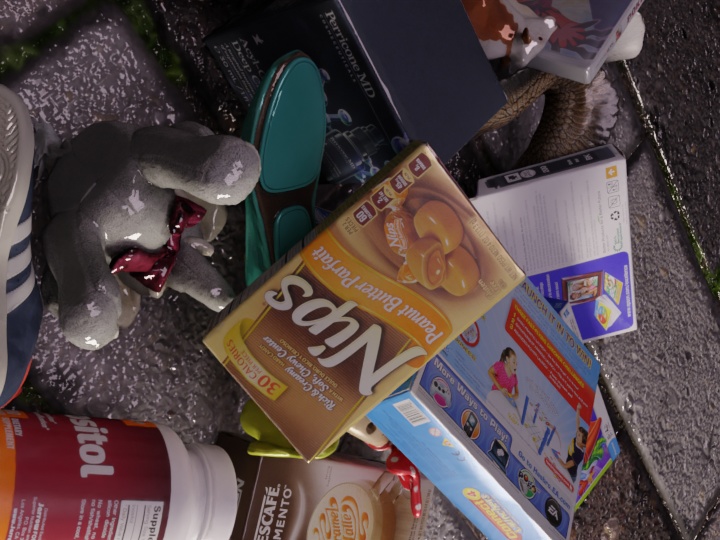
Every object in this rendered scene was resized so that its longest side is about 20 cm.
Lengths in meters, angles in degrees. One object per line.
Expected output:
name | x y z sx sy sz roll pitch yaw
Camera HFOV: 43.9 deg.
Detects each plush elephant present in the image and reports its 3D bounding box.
plush elephant | -0.152 -0.023 0.648 0.166 0.198 0.155 -51 144 -9

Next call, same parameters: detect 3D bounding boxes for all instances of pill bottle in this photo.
pill bottle | -0.194 0.164 0.645 0.197 0.112 0.116 13 86 -38

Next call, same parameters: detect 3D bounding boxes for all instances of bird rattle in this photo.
bird rattle | -0.007 0.107 0.751 0.197 0.163 0.114 23 100 -36

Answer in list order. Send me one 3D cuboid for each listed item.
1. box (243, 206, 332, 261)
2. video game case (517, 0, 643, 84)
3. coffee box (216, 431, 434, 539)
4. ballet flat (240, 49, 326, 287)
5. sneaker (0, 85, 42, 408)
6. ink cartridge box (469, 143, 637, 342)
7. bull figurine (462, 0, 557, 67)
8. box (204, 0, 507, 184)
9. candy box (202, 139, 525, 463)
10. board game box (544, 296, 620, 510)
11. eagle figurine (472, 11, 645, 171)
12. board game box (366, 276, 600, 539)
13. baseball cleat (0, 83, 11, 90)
box | 0.000 0.000 0.798 0.197 0.064 0.071 17 112 -36
video game case | 0.168 -0.272 0.846 0.184 0.197 0.023 -54 149 -20
coffee box | -0.039 0.219 0.786 0.197 0.079 0.117 18 82 -37
ballet flat | -0.066 -0.061 0.668 0.066 0.070 0.205 -15 113 -39
sneaker | -0.235 -0.010 0.564 0.073 0.085 0.205 5 84 4
ink cartridge box | 0.179 -0.007 0.912 0.195 0.044 0.202 -15 118 -2
bull figurine | 0.072 -0.234 0.786 0.065 0.195 0.125 30 59 -72
box | -0.008 -0.160 0.709 0.107 0.198 0.150 -44 116 -26
candy box | 0.002 0.020 0.618 0.199 0.055 0.116 -41 100 3
board game box | 0.185 0.149 0.901 0.134 0.044 0.203 -41 120 -28
eagle figurine | 0.187 -0.177 0.898 0.204 0.149 0.151 -65 161 -9
board game box | 0.109 0.094 0.734 0.200 0.055 0.198 47 43 -20
baseball cleat | -0.302 -0.047 0.585 0.105 0.069 0.204 31 66 -27
